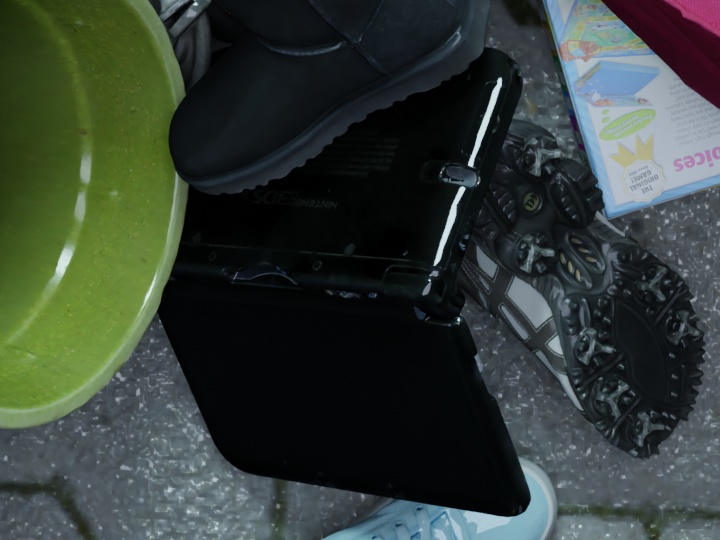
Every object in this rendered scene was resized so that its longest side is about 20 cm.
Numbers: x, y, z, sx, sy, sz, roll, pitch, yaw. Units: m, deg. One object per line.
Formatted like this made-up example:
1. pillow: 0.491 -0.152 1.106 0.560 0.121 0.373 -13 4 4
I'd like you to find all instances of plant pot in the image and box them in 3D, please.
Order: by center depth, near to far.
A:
1. plant pot: -0.207 -0.047 1.155 0.189 0.200 0.201 11 97 32

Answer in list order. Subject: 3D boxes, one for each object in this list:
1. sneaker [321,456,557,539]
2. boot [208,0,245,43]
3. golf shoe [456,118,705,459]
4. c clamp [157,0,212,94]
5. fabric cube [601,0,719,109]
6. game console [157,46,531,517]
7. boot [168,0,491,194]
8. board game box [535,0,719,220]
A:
1. sneaker: 0.006 0.153 1.245 0.199 0.082 0.074 -29 97 1
2. boot: -0.063 -0.175 1.160 0.200 0.144 0.073 57 49 -38
3. golf shoe: 0.091 0.002 1.243 0.078 0.094 0.200 -43 121 -17
4. c clamp: -0.135 -0.151 1.175 0.200 0.171 0.027 45 57 -11
5. fabric cube: 0.212 -0.150 1.087 0.196 0.199 0.200 -52 52 3
6. game console: 0.000 0.000 1.195 0.116 0.199 0.177 34 69 -42
7. boot: -0.067 -0.125 1.078 0.164 0.066 0.200 -29 138 24
8. board game box: 0.190 -0.117 1.246 0.199 0.034 0.135 -16 96 0
